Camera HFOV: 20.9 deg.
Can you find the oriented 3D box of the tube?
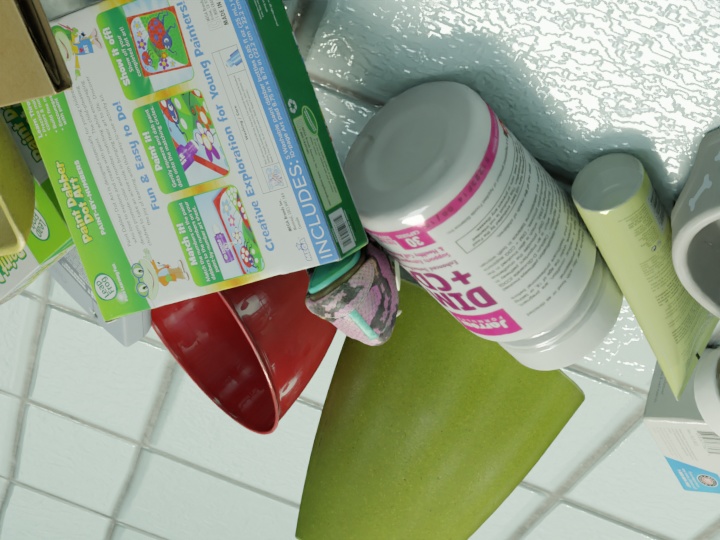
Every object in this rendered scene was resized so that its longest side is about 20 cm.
[{"bbox_3d":[0.200,0.003,1.326,0.058,0.052,0.200,-30,133,7],"label":"tube"}]

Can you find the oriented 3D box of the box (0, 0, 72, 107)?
[{"bbox_3d":[-0.273,-0.170,1.191,0.199,0.021,0.164,-6,113,43],"label":"box"}]

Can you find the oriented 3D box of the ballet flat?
[{"bbox_3d":[0.000,0.000,1.323,0.069,0.200,0.071,-31,108,12],"label":"ballet flat"}]

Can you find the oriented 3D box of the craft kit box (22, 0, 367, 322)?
[{"bbox_3d":[-0.115,-0.083,1.240,0.197,0.048,0.201,-14,100,31],"label":"craft kit box"}]

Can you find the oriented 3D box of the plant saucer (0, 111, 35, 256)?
[{"bbox_3d":[-0.303,-0.103,1.330,0.200,0.048,0.201,-7,112,51],"label":"plant saucer"}]

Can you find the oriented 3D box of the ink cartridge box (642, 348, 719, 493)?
[{"bbox_3d":[0.324,0.117,1.447,0.199,0.068,0.115,2,148,30],"label":"ink cartridge box"}]

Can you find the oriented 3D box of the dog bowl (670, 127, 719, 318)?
[{"bbox_3d":[0.290,-0.016,1.245,0.199,0.059,0.200,14,152,8],"label":"dog bowl"}]

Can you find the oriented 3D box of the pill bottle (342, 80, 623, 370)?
[{"bbox_3d":[0.086,-0.024,1.297,0.113,0.114,0.200,-7,142,40],"label":"pill bottle"}]

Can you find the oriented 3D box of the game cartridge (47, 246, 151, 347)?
[{"bbox_3d":[-0.227,-0.039,1.462,0.200,0.040,0.134,46,154,18],"label":"game cartridge"}]

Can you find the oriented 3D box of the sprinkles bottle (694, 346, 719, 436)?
[{"bbox_3d":[0.293,0.053,1.231,0.068,0.069,0.200,27,150,-15],"label":"sprinkles bottle"}]

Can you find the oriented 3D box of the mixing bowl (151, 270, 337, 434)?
[{"bbox_3d":[-0.083,0.009,1.431,0.200,0.108,0.200,46,158,24],"label":"mixing bowl"}]

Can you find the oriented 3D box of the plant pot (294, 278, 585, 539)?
[{"bbox_3d":[0.038,0.135,1.459,0.187,0.201,0.187,30,172,5],"label":"plant pot"}]

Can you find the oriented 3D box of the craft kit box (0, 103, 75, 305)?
[{"bbox_3d":[-0.279,-0.084,1.397,0.198,0.048,0.200,54,146,-2],"label":"craft kit box"}]
